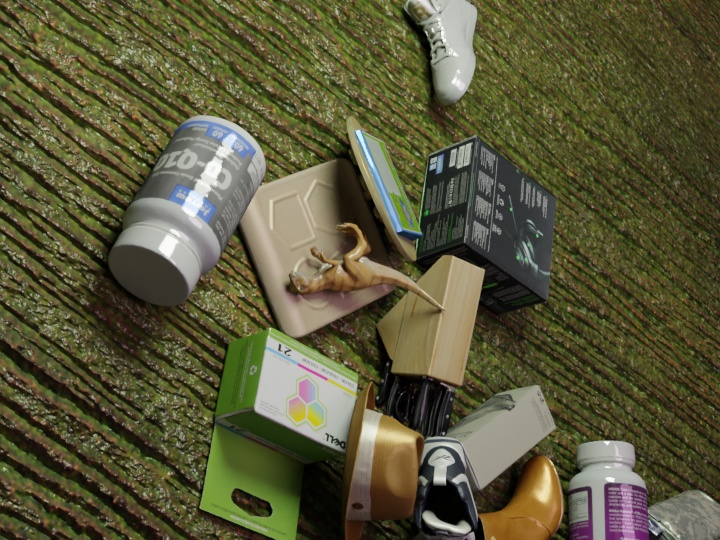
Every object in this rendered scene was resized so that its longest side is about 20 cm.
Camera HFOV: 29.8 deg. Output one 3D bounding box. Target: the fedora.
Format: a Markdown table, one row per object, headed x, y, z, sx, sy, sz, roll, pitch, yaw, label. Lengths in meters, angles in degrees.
| x | y | z | sx | sy | sz | roll | pitch | yaw | label |
| --- | --- | --- | --- | --- | --- | --- | --- | --- | --- |
| 0.029 | 0.227 | 1.559 | 0.201 | 0.081 | 0.202 | 6 | 90 | -83 | fedora |

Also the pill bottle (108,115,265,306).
| x | y | z | sx | sy | sz | roll | pitch | yaw | label |
| --- | --- | --- | --- | --- | --- | --- | --- | --- | --- |
| -0.190 | -0.065 | 1.479 | 0.114 | 0.114 | 0.200 | 46 | 47 | -25 | pill bottle |

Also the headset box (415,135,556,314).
| x | y | z | sx | sy | sz | roll | pitch | yaw | label |
| --- | --- | --- | --- | --- | --- | --- | --- | --- | --- |
| 0.182 | -0.057 | 1.888 | 0.200 | 0.093 | 0.175 | 31 | 55 | -36 | headset box |

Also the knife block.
| x | y | z | sx | sy | sz | roll | pitch | yaw | label |
| --- | --- | --- | --- | --- | --- | --- | --- | --- | --- |
| 0.097 | 0.107 | 1.683 | 0.064 | 0.200 | 0.176 | 21 | 32 | -41 | knife block |

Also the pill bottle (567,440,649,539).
| x | y | z | sx | sy | sz | roll | pitch | yaw | label |
| --- | --- | --- | --- | --- | --- | --- | --- | --- | --- |
| 0.348 | 0.346 | 1.904 | 0.112 | 0.112 | 0.201 | 21 | 62 | -41 | pill bottle |

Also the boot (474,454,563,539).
| x | y | z | sx | sy | sz | roll | pitch | yaw | label |
| --- | --- | --- | --- | --- | --- | --- | --- | --- | --- |
| 0.197 | 0.328 | 1.779 | 0.144 | 0.071 | 0.202 | 25 | 64 | -43 | boot |

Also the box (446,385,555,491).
| x | y | z | sx | sy | sz | roll | pitch | yaw | label |
| --- | --- | --- | --- | --- | --- | --- | --- | --- | --- |
| 0.169 | 0.223 | 1.782 | 0.200 | 0.082 | 0.069 | -27 | 97 | -49 | box |

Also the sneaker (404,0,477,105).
| x | y | z | sx | sy | sz | roll | pitch | yaw | label |
| --- | --- | --- | --- | --- | --- | --- | --- | --- | --- |
| 0.105 | -0.334 | 1.929 | 0.115 | 0.074 | 0.201 | 35 | 43 | -32 | sneaker |

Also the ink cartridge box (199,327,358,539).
| x | y | z | sx | sy | sz | roll | pitch | yaw | label |
| --- | --- | --- | --- | --- | --- | --- | --- | --- | --- |
| -0.088 | 0.189 | 1.522 | 0.148 | 0.076 | 0.201 | 31 | 54 | -36 | ink cartridge box |

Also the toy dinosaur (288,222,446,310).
| x | y | z | sx | sy | sz | roll | pitch | yaw | label |
| --- | --- | --- | --- | --- | --- | --- | --- | --- | --- |
| 0.000 | 0.000 | 1.649 | 0.199 | 0.060 | 0.107 | 1 | 81 | -21 | toy dinosaur |

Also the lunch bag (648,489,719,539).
| x | y | z | sx | sy | sz | roll | pitch | yaw | label |
| --- | --- | --- | --- | --- | --- | --- | --- | --- | --- |
| 0.475 | 0.419 | 2.003 | 0.200 | 0.139 | 0.168 | -7 | 65 | -48 | lunch bag |

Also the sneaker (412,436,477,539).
| x | y | z | sx | sy | sz | roll | pitch | yaw | label |
| --- | --- | --- | --- | --- | --- | --- | --- | --- | --- |
| 0.099 | 0.311 | 1.614 | 0.130 | 0.079 | 0.200 | -68 | 162 | -74 | sneaker |

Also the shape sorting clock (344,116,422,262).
| x | y | z | sx | sy | sz | roll | pitch | yaw | label |
| --- | --- | --- | --- | --- | --- | --- | --- | --- | --- |
| 0.024 | -0.102 | 1.721 | 0.200 | 0.039 | 0.200 | 60 | 14 | -25 | shape sorting clock |

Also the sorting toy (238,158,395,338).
| x | y | z | sx | sy | sz | roll | pitch | yaw | label |
| --- | --- | --- | --- | --- | --- | --- | --- | --- | --- |
| -0.057 | -0.029 | 1.672 | 0.200 | 0.036 | 0.186 | -24 | 94 | -44 | sorting toy |
